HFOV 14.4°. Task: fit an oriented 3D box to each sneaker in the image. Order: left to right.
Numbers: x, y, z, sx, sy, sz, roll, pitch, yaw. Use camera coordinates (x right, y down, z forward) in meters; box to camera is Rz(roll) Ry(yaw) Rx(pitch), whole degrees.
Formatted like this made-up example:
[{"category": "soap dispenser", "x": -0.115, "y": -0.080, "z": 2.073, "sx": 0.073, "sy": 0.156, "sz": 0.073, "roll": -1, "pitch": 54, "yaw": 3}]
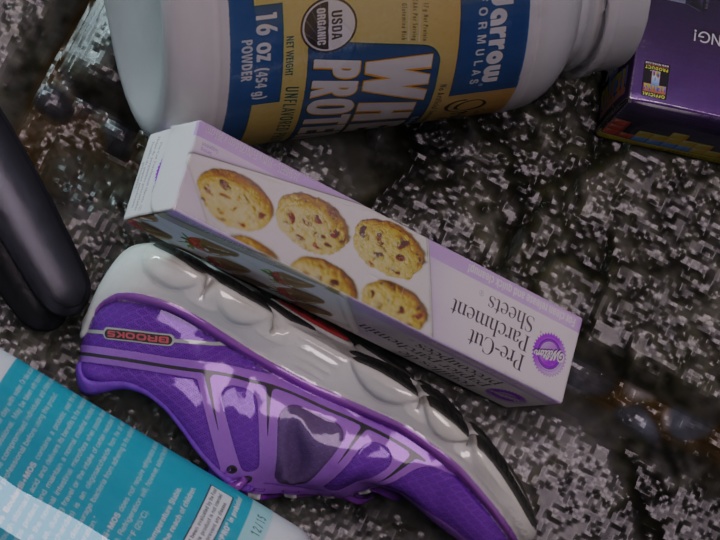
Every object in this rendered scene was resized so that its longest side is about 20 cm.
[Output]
[{"category": "sneaker", "x": -0.022, "y": 0.064, "z": 1.138, "sx": 0.199, "sy": 0.081, "sz": 0.084, "roll": 29, "pitch": 94, "yaw": -4}]

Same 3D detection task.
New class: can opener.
[{"category": "can opener", "x": -0.164, "y": -0.067, "z": 1.133, "sx": 0.078, "sy": 0.063, "sz": 0.200, "roll": -27, "pitch": 83, "yaw": -19}]

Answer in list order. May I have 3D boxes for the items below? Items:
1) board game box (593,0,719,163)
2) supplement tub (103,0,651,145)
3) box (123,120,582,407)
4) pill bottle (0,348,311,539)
[{"category": "board game box", "x": 0.211, "y": -0.122, "z": 1.240, "sx": 0.199, "sy": 0.057, "sz": 0.166, "roll": 11, "pitch": 72, "yaw": -10}, {"category": "supplement tub", "x": 0.003, "y": -0.129, "z": 1.146, "sx": 0.199, "sy": 0.145, "sz": 0.145, "roll": -9, "pitch": 78, "yaw": -15}, {"category": "box", "x": 0.000, "y": 0.000, "z": 1.128, "sx": 0.200, "sy": 0.039, "sz": 0.042, "roll": 28, "pitch": 70, "yaw": -30}, {"category": "pill bottle", "x": -0.125, "y": 0.100, "z": 1.073, "sx": 0.200, "sy": 0.111, "sz": 0.111, "roll": 32, "pitch": 71, "yaw": -4}]
